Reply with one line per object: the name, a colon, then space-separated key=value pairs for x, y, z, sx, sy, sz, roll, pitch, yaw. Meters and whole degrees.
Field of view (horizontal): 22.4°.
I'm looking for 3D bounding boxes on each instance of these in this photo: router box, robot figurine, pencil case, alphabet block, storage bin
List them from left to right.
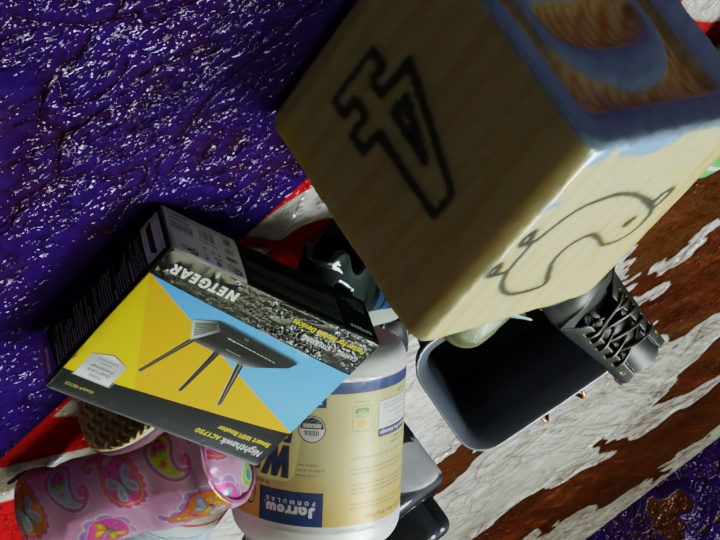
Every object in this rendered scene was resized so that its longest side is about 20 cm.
pencil case: x=-0.186 y=0.174 z=1.471 sx=0.199 sy=0.088 sz=0.087 roll=-19 pitch=167 yaw=24
router box: x=-0.107 y=0.052 z=1.308 sx=0.199 sy=0.051 sz=0.149 roll=25 pitch=120 yaw=-37
robot figurine: x=-0.006 y=0.183 z=1.688 sx=0.124 sy=0.200 sz=0.150 roll=-33 pitch=171 yaw=-26
alphabet block: x=0.098 y=-0.102 z=1.187 sx=0.194 sy=0.197 sz=0.200 roll=-12 pitch=152 yaw=-43
storage bin: x=0.149 y=0.061 z=1.717 sx=0.199 sy=0.146 sz=0.134 roll=-34 pitch=-161 yaw=2

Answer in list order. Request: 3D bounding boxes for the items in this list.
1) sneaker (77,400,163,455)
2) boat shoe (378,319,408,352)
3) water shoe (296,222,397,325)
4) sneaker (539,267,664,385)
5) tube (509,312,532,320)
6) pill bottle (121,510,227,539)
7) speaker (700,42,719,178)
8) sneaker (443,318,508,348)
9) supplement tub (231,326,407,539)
sneaker: x=-0.133 y=0.078 z=1.424 sx=0.200 sy=0.075 sz=0.090 roll=-40 pitch=155 yaw=20
boat shoe: x=0.017 y=0.047 z=1.616 sx=0.199 sy=0.062 sz=0.075 roll=-28 pitch=162 yaw=-14
water shoe: x=0.000 y=0.000 z=1.451 sx=0.200 sy=0.071 sz=0.080 roll=-35 pitch=138 yaw=-71
sneaker: x=0.194 y=0.032 z=1.420 sx=0.075 sy=0.106 sz=0.200 roll=-47 pitch=175 yaw=2
tube: x=0.046 y=-0.021 z=1.294 sx=0.077 sy=0.200 sz=0.051 roll=5 pitch=118 yaw=-29
pill bottle: x=-0.187 y=0.218 z=1.617 sx=0.108 sy=0.109 sz=0.200 roll=-19 pitch=156 yaw=-37
speaker: x=0.342 y=-0.171 z=1.586 sx=0.088 sy=0.089 sz=0.200 roll=-10 pitch=150 yaw=-50
sneaker: x=0.125 y=-0.022 z=1.342 sx=0.067 sy=0.090 sz=0.201 roll=28 pitch=99 yaw=-25
supplement tub: x=-0.036 y=0.151 z=1.519 sx=0.144 sy=0.144 sz=0.202 roll=-11 pitch=108 yaw=-48
